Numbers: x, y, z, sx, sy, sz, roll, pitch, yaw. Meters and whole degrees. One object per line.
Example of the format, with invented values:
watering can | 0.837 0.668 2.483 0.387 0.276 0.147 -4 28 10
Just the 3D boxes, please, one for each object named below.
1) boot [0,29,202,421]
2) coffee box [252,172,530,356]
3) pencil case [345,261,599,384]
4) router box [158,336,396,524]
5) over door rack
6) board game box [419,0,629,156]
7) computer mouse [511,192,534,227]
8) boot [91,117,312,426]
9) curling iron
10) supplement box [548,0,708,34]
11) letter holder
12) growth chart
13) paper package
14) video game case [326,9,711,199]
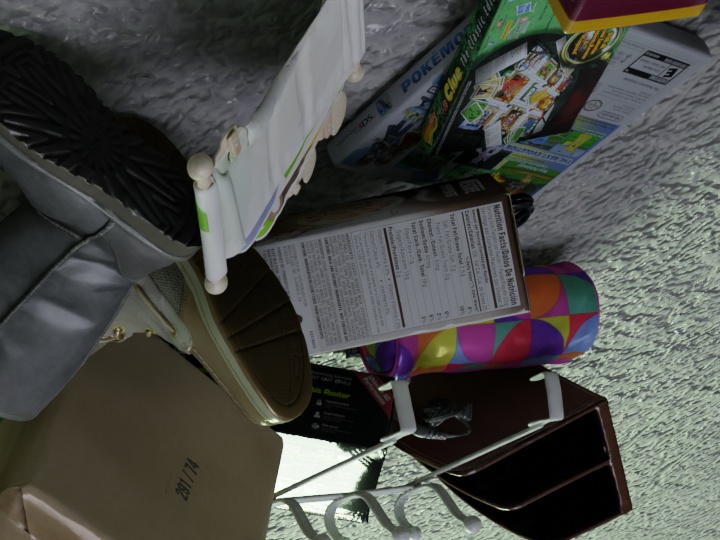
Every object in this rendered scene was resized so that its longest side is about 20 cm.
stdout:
boot | -0.197 -0.018 0.921 0.182 0.073 0.200 44 131 -14
coffee box | 0.000 0.000 1.073 0.199 0.080 0.114 -12 -170 -1
pencil case | 0.088 0.042 1.295 0.199 0.089 0.088 -7 151 -26
router box | -0.079 0.122 1.256 0.199 0.062 0.150 11 149 -2
over door rack | 0.033 0.145 1.142 0.147 0.067 0.200 -1 148 -38
board game box | 0.109 -0.139 0.983 0.104 0.024 0.200 -8 152 -21
computer mouse | 0.024 -0.026 1.166 0.199 0.034 0.059 -14 146 -6
boot | -0.131 0.030 0.997 0.155 0.200 0.072 -36 177 31
curling iron | 0.036 0.103 1.284 0.049 0.026 0.200 -1 -175 -16
supplement box | 0.145 -0.222 0.799 0.085 0.111 0.200 -11 152 -21
letter holder | 0.096 0.145 1.330 0.142 0.101 0.200 -23 -159 -19
growth chart | -0.039 -0.080 0.903 0.018 0.200 0.145 22 147 11
paper package | -0.156 0.148 1.087 0.103 0.200 0.191 -36 115 28
video game case | 0.105 -0.111 1.086 0.200 0.022 0.182 8 142 -47
